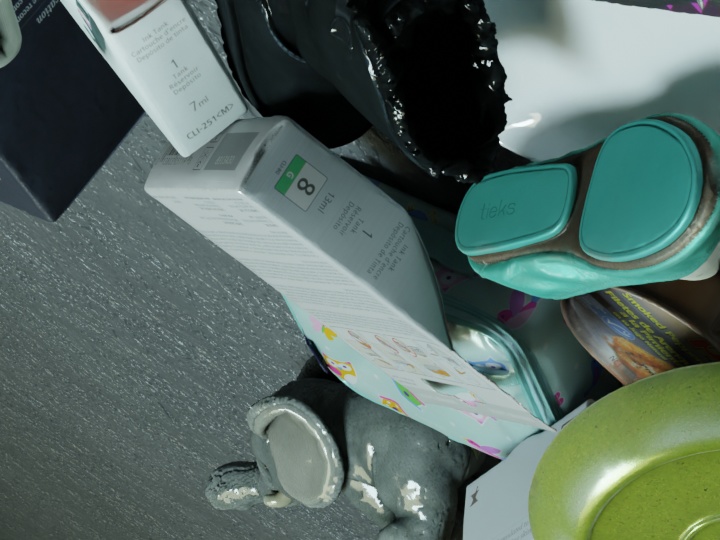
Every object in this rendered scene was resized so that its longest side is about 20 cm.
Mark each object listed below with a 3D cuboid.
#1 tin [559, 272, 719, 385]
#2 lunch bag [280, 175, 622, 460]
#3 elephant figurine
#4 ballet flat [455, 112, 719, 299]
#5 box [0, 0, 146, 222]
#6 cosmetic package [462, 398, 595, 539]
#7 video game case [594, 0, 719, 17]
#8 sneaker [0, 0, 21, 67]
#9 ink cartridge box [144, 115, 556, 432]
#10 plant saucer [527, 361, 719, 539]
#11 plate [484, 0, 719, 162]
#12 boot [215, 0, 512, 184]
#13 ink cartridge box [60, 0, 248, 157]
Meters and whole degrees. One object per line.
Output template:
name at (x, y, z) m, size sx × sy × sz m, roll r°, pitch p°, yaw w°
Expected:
tin at (0.187, 0.058, 1.027) m, size 0.200 × 0.042 × 0.112 m, roll 42°, pitch 165°, yaw -13°
lunch bag at (0.039, 0.025, 1.148) m, size 0.199 × 0.077 × 0.161 m, roll 22°, pitch 157°, yaw 35°
elephant figurine at (-0.016, 0.109, 1.337) m, size 0.199 × 0.156 × 0.141 m, roll 19°, pitch 178°, yaw 21°
ballet flat at (0.113, -0.022, 0.855) m, size 0.070 × 0.068 × 0.200 m, roll 18°, pitch 169°, yaw -23°
box at (-0.250, -0.151, 1.188) m, size 0.196 × 0.118 × 0.200 m, roll 20°, pitch 154°, yaw 41°
cosmetic package at (0.163, 0.161, 1.111) m, size 0.199 × 0.082 × 0.113 m, roll 25°, pitch 136°, yaw -22°
video game case at (0.054, -0.177, 0.671) m, size 0.181 × 0.036 × 0.201 m, roll 16°, pitch 142°, yaw 45°
sneaker at (-0.203, -0.175, 0.971) m, size 0.088 × 0.074 × 0.200 m, roll 37°, pitch 160°, yaw 30°
ink cartridge box at (0.000, 0.000, 1.016) m, size 0.199 × 0.050 × 0.161 m, roll 36°, pitch 169°, yaw -19°
plant saucer at (0.180, 0.125, 0.992) m, size 0.198 × 0.031 × 0.201 m, roll 3°, pitch 132°, yaw 3°
plate at (0.124, -0.079, 0.827) m, size 0.199 × 0.032 × 0.200 m, roll 28°, pitch 159°, yaw 25°
boot at (0.004, -0.092, 0.893) m, size 0.162 × 0.073 × 0.199 m, roll 43°, pitch 164°, yaw 38°
ink cartridge box at (-0.141, -0.170, 0.964) m, size 0.200 × 0.043 × 0.174 m, roll 51°, pitch 174°, yaw 40°
